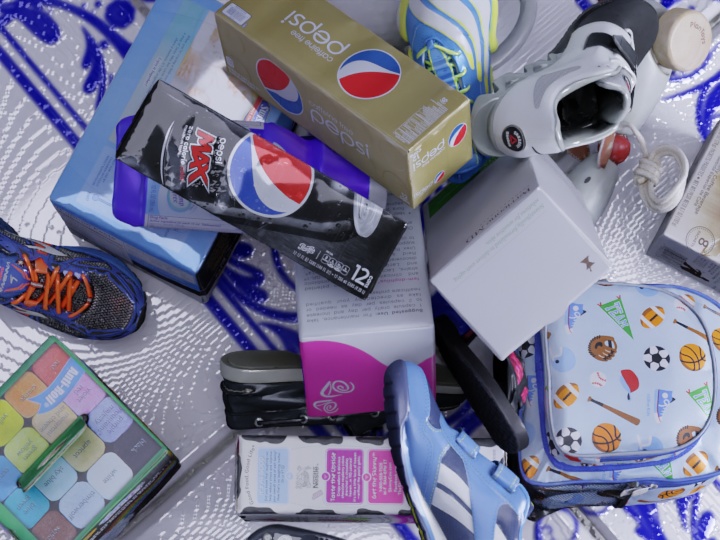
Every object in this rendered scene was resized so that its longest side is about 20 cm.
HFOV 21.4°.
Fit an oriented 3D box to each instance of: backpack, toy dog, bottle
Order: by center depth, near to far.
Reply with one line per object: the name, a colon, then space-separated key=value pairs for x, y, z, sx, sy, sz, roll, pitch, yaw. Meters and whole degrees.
bottle: x=-0.080 y=-0.067 z=1.388 sx=0.199 sy=0.065 sz=0.084 roll=5 pitch=89 yaw=-7
backpack: x=0.204 y=0.090 z=1.459 sx=0.189 sy=0.154 sz=0.201 roll=1 pitch=77 yaw=-11
toy dog: x=0.196 y=-0.143 z=1.513 sx=0.096 sy=0.132 sz=0.201 roll=25 pitch=69 yaw=-34

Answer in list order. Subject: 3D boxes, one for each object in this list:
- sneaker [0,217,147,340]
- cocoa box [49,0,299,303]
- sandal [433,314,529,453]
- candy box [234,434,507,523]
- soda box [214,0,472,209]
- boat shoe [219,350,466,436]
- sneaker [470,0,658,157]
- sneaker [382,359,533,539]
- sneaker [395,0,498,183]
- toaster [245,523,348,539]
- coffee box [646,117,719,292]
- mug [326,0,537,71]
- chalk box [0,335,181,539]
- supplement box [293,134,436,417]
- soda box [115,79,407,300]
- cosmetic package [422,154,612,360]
sneaker: x=-0.263 y=0.007 z=1.488 sx=0.199 sy=0.078 sz=0.076 roll=18 pitch=101 yaw=5
cocoa box: x=-0.135 y=-0.099 z=1.490 sx=0.133 sy=0.131 sz=0.201 roll=26 pitch=80 yaw=4
sandal: x=0.094 y=0.072 z=1.405 sx=0.045 sy=0.200 sz=0.075 roll=-22 pitch=109 yaw=-3
candy box: x=0.006 y=0.159 z=1.443 sx=0.199 sy=0.136 sz=0.061 roll=0 pitch=80 yaw=-2
soda box: x=-0.012 y=-0.132 z=1.363 sx=0.064 sy=0.068 sz=0.200 roll=-40 pitch=60 yaw=-20
boat shoe: x=-0.013 y=0.104 z=1.489 sx=0.198 sy=0.075 sz=0.067 roll=2 pitch=104 yaw=-15
sneaker: x=0.175 y=-0.135 z=1.395 sx=0.200 sy=0.088 sz=0.074 roll=-41 pitch=127 yaw=-33
sneaker: x=0.072 y=0.152 z=1.342 sx=0.082 sy=0.074 sz=0.201 roll=-21 pitch=91 yaw=-3
sneaker: x=0.073 y=-0.136 z=1.389 sx=0.075 sy=0.200 sz=0.106 roll=-13 pitch=62 yaw=-3
toaster: x=-0.010 y=0.264 z=1.427 sx=0.199 sy=0.129 sz=0.114 roll=17 pitch=81 yaw=3
coffee box: x=0.344 y=-0.021 z=1.509 sx=0.199 sy=0.080 sz=0.113 roll=28 pitch=79 yaw=4
mug: x=0.053 y=-0.233 z=1.451 sx=0.175 sy=0.148 sz=0.200 roll=-38 pitch=114 yaw=4
chalk box: x=-0.222 y=0.137 z=1.411 sx=0.124 sy=0.200 sz=0.125 roll=44 pitch=82 yaw=7
supplement box: x=0.000 y=0.000 z=1.448 sx=0.103 sy=0.102 sz=0.201 roll=-5 pitch=49 yaw=-2
soda box: x=-0.070 y=-0.057 z=1.321 sx=0.199 sy=0.071 sz=0.064 roll=29 pitch=91 yaw=-9
cosmetic package: x=0.112 y=-0.025 z=1.407 sx=0.108 sy=0.200 sz=0.085 roll=-41 pitch=102 yaw=10
